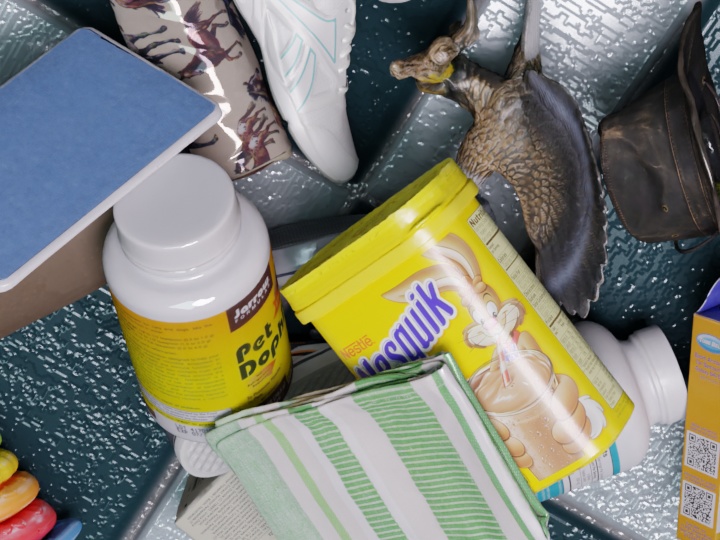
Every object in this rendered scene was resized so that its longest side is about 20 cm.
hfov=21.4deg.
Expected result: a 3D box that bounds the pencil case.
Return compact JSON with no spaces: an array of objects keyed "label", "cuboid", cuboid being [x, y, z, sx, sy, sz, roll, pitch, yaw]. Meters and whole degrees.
[{"label":"pencil case","cuboid":[-0.122,-0.151,1.282,0.089,0.078,0.201,-16,111,18]}]

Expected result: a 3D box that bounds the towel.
[{"label":"towel","cuboid":[0.011,0.137,1.234,0.199,0.023,0.153,-19,113,34]}]

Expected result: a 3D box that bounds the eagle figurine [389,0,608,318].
[{"label":"eagle figurine","cuboid":[0.109,-0.074,1.274,0.200,0.152,0.151,44,140,5]}]

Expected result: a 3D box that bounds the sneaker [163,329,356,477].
[{"label":"sneaker","cuboid":[-0.050,0.080,1.379,0.199,0.079,0.079,-15,127,-18]}]

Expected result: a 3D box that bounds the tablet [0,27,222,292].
[{"label":"tablet","cuboid":[-0.196,-0.073,1.192,0.130,0.200,0.014,31,146,25]}]

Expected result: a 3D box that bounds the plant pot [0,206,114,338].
[{"label":"plant pot","cuboid":[-0.241,-0.037,1.288,0.173,0.200,0.202,-13,112,-10]}]

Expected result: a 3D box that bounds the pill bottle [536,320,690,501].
[{"label":"pill bottle","cuboid":[0.129,0.104,1.353,0.199,0.111,0.112,-20,111,-2]}]

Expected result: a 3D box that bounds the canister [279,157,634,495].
[{"label":"canister","cuboid":[0.064,0.049,1.226,0.148,0.087,0.200,-34,97,38]}]

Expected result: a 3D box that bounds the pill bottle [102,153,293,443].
[{"label":"pill bottle","cuboid":[-0.107,0.018,1.253,0.108,0.110,0.201,-4,142,3]}]

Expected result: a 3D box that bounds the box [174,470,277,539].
[{"label":"box","cuboid":[-0.036,0.207,1.428,0.200,0.069,0.082,41,113,-14]}]

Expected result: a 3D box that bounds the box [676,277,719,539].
[{"label":"box","cuboid":[0.280,0.090,1.352,0.119,0.041,0.202,-20,121,-39]}]

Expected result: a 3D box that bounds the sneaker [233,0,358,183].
[{"label":"sneaker","cuboid":[-0.032,-0.153,1.284,0.080,0.071,0.201,-21,112,0]}]

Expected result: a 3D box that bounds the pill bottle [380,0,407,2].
[{"label":"pill bottle","cuboid":[-0.025,-0.260,1.183,0.199,0.111,0.111,31,112,-34]}]

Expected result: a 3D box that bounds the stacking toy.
[{"label":"stacking toy","cuboid":[-0.300,0.139,1.405,0.115,0.110,0.201,-19,99,22]}]

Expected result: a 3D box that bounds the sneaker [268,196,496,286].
[{"label":"sneaker","cuboid":[0.000,0.000,1.341,0.198,0.073,0.071,-8,104,4]}]

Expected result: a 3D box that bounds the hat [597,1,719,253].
[{"label":"hat","cuboid":[0.199,-0.075,1.249,0.080,0.201,0.202,-7,112,17]}]
